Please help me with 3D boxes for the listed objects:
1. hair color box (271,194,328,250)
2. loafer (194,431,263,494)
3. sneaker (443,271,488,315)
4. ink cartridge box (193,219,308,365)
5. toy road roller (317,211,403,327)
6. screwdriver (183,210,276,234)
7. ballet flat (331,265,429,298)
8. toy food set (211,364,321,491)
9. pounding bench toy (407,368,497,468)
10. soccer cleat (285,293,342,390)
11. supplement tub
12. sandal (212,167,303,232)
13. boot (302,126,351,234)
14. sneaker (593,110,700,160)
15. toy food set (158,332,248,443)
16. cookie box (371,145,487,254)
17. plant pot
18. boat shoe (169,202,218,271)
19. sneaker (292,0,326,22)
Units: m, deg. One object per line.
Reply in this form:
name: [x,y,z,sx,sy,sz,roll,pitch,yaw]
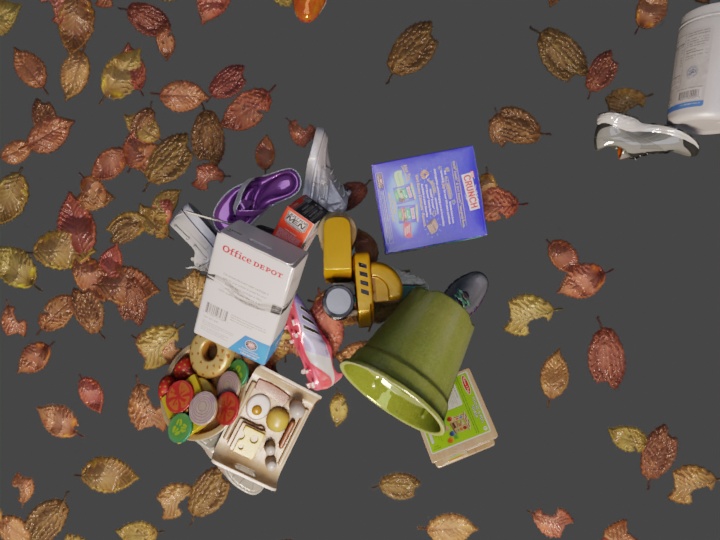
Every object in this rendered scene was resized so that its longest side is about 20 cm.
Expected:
hair color box: [-0.140,-0.033,0.983,0.061,0.102,0.202,33,113,0]
loafer: [-0.268,0.364,1.059,0.200,0.063,0.072,48,59,-4]
sneaker: [0.176,0.082,1.022,0.200,0.088,0.075,-43,91,2]
ink cartridge box: [-0.190,0.037,0.919,0.142,0.084,0.203,24,114,5]
toy road roller: [0.000,0.000,0.952,0.142,0.123,0.205,-4,83,-3]
screwdriver: [-0.243,-0.084,1.022,0.196,0.028,0.030,11,53,-20]
ballet flat: [0.036,0.023,1.034,0.195,0.072,0.074,-7,92,1]
toy food set: [-0.180,0.304,1.023,0.142,0.060,0.203,29,83,-15]
pounding bench toy: [0.161,0.249,1.006,0.122,0.156,0.203,-22,65,2]
soccer cleat: [-0.098,0.136,1.047,0.075,0.066,0.204,-17,86,-30]
supplement tub: [0.652,-0.367,0.979,0.129,0.132,0.205,8,93,0]
sandal: [-0.208,-0.144,1.035,0.200,0.050,0.083,-32,92,2]
boot: [-0.062,-0.168,1.030,0.093,0.074,0.205,10,101,-6]
sneaker: [0.547,-0.246,1.020,0.196,0.074,0.081,15,102,6]
toy food set: [-0.302,0.223,1.012,0.198,0.049,0.199,-36,62,1]
cookie box: [0.130,-0.132,1.020,0.195,0.075,0.175,-10,92,1]
plant pot: [0.095,0.138,0.887,0.199,0.201,0.186,36,69,-1]
boat shoe: [-0.301,-0.029,1.029,0.086,0.075,0.203,-41,89,2]
sneaker: [-0.087,-0.579,1.004,0.071,0.077,0.204,15,94,-2]
